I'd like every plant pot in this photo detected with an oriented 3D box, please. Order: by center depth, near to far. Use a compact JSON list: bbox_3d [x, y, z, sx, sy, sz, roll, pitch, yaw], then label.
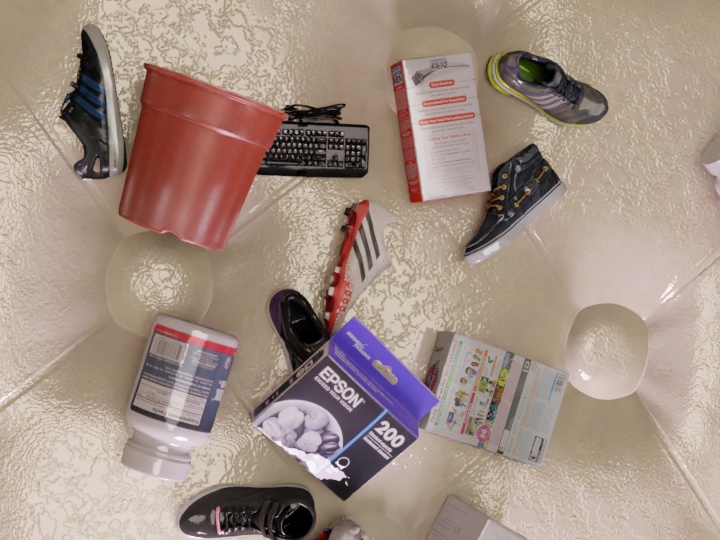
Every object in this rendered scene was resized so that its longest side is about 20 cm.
[{"bbox_3d":[-0.217,-0.142,1.456,0.198,0.201,0.198,18,94,-17],"label":"plant pot"}]

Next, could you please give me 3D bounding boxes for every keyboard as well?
[{"bbox_3d":[-0.079,-0.185,1.567,0.197,0.040,0.106,-1,92,-18],"label":"keyboard"}]

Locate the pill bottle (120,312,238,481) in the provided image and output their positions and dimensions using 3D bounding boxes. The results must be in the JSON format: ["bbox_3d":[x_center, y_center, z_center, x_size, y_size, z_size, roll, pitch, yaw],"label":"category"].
[{"bbox_3d":[-0.244,0.168,1.479,0.118,0.119,0.203,18,86,-17],"label":"pill bottle"}]

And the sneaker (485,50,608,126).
[{"bbox_3d":[0.285,-0.269,1.657,0.198,0.081,0.075,18,86,-17],"label":"sneaker"}]

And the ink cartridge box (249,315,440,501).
[{"bbox_3d":[-0.016,0.194,1.538,0.200,0.043,0.198,-43,116,8],"label":"ink cartridge box"}]

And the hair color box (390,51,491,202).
[{"bbox_3d":[0.116,-0.206,1.616,0.109,0.064,0.203,-9,95,-16],"label":"hair color box"}]

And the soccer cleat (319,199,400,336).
[{"bbox_3d":[0.000,0.000,1.581,0.084,0.069,0.203,17,81,-13],"label":"soccer cleat"}]

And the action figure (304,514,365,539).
[{"bbox_3d":[-0.008,0.439,1.569,0.197,0.105,0.196,-3,101,-15],"label":"action figure"}]

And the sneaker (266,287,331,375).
[{"bbox_3d":[-0.066,0.120,1.550,0.075,0.087,0.202,-32,100,-14],"label":"sneaker"}]

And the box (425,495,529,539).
[{"bbox_3d":[0.147,0.446,1.588,0.106,0.152,0.202,31,83,-16],"label":"box"}]

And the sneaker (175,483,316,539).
[{"bbox_3d":[-0.150,0.334,1.522,0.197,0.099,0.072,-4,94,-16],"label":"sneaker"}]

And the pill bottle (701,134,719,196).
[{"bbox_3d":[0.630,-0.129,1.751,0.200,0.112,0.113,43,79,-14],"label":"pill bottle"}]

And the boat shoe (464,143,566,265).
[{"bbox_3d":[0.209,-0.098,1.647,0.200,0.071,0.091,-40,101,-20],"label":"boat shoe"}]

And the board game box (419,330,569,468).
[{"bbox_3d":[0.191,0.189,1.645,0.198,0.064,0.149,21,84,-18],"label":"board game box"}]

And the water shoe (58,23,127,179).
[{"bbox_3d":[-0.357,-0.220,1.463,0.078,0.071,0.203,-10,93,-15],"label":"water shoe"}]
